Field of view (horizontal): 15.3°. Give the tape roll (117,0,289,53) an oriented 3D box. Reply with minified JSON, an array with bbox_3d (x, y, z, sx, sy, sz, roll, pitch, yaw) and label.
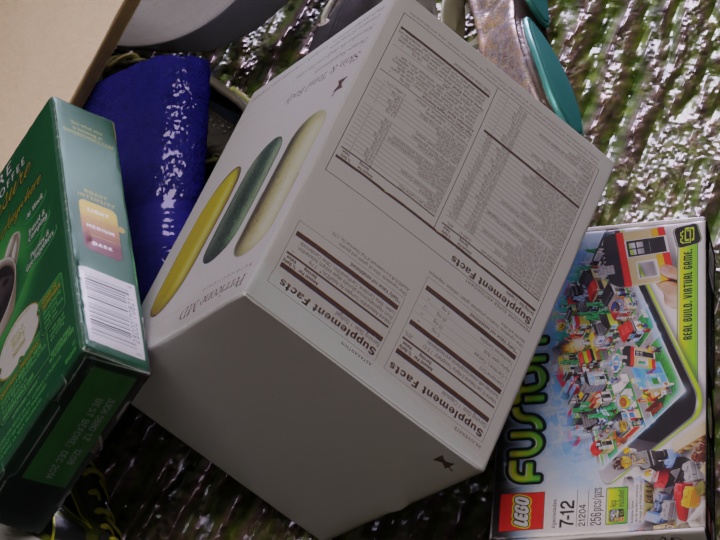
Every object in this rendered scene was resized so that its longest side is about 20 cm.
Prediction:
[{"bbox_3d":[-0.119,-0.230,1.589,0.199,0.066,0.202,0,91,23],"label":"tape roll"}]

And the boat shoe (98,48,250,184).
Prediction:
[{"bbox_3d":[-0.123,-0.096,1.570,0.201,0.060,0.072,28,64,34],"label":"boat shoe"}]

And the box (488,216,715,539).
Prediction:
[{"bbox_3d":[0.126,0.064,1.374,0.109,0.035,0.201,-6,49,13],"label":"box"}]

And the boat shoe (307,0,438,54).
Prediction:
[{"bbox_3d":[-0.013,-0.086,1.520,0.060,0.074,0.201,1,57,30],"label":"boat shoe"}]

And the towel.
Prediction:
[{"bbox_3d":[-0.140,-0.012,1.475,0.147,0.049,0.201,-19,54,32],"label":"towel"}]

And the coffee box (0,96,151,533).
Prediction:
[{"bbox_3d":[-0.160,0.019,1.366,0.123,0.044,0.201,-54,32,29],"label":"coffee box"}]

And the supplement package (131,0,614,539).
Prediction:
[{"bbox_3d":[0.000,0.000,1.352,0.152,0.150,0.201,-30,29,52],"label":"supplement package"}]

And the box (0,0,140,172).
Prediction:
[{"bbox_3d":[-0.235,-0.104,1.513,0.163,0.021,0.201,24,81,18],"label":"box"}]

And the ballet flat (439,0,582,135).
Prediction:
[{"bbox_3d":[0.081,-0.126,1.541,0.067,0.068,0.201,-27,40,17],"label":"ballet flat"}]

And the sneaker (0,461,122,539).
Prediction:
[{"bbox_3d":[-0.155,0.130,1.378,0.199,0.075,0.085,25,61,33],"label":"sneaker"}]
